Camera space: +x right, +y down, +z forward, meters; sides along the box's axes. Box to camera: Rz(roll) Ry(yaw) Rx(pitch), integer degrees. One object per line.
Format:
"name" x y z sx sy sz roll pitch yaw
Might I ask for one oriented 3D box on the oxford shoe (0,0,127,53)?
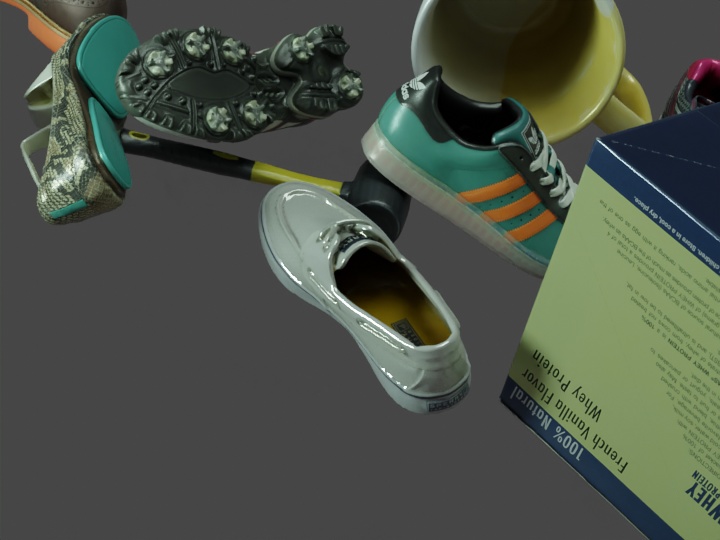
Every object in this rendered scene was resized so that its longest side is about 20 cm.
"oxford shoe" -0.233 -0.224 1.643 0.200 0.073 0.071 35 39 25

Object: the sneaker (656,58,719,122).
"sneaker" 0.250 -0.072 1.640 0.081 0.075 0.200 5 37 -16

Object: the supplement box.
"supplement box" 0.216 0.043 1.357 0.134 0.200 0.200 -17 47 -39

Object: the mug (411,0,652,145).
"mug" 0.116 -0.170 1.695 0.149 0.187 0.153 -16 26 8

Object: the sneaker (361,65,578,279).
"sneaker" 0.103 -0.060 1.525 0.200 0.080 0.071 29 31 -14

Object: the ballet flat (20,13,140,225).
"ballet flat" -0.184 -0.097 1.498 0.075 0.068 0.200 -25 34 15

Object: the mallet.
"mallet" -0.061 -0.069 1.540 0.200 0.041 0.066 18 34 8

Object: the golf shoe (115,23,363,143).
"golf shoe" -0.089 -0.112 1.534 0.200 0.088 0.077 -7 78 -45

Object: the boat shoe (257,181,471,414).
"boat shoe" 0.000 0.000 1.426 0.071 0.070 0.200 -25 52 -17
